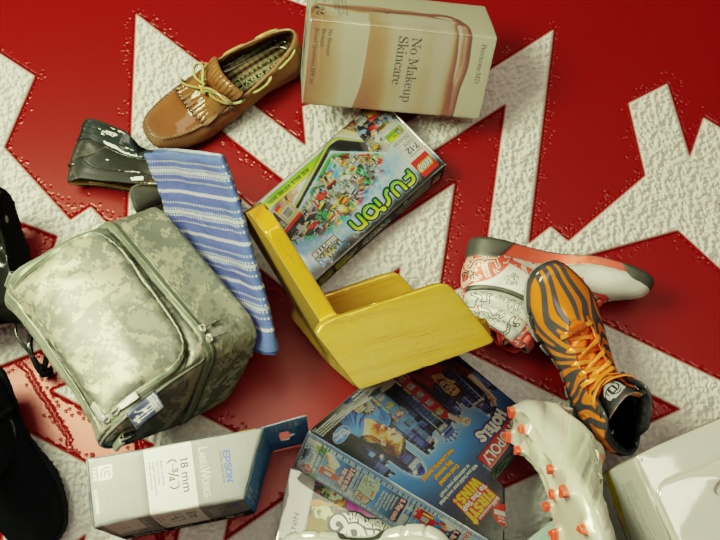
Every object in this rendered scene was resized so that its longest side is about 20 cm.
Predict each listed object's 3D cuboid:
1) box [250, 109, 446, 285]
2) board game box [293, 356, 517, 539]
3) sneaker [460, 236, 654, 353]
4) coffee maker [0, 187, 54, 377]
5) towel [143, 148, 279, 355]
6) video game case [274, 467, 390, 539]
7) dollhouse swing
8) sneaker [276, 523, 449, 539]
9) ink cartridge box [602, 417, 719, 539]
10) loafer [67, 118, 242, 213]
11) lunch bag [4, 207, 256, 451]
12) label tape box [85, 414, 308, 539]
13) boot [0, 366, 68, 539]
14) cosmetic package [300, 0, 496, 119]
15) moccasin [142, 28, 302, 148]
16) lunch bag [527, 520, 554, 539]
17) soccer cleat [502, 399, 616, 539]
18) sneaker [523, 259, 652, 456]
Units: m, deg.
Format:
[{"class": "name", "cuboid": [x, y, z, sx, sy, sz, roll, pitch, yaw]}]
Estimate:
[{"class": "box", "cuboid": [-0.014, -0.084, 1.085, 0.200, 0.035, 0.110, -42, 78, -14]}, {"class": "board game box", "cuboid": [0.075, 0.183, 0.955, 0.199, 0.062, 0.199, 40, 45, 16]}, {"class": "sneaker", "cuboid": [0.200, 0.037, 1.038, 0.199, 0.067, 0.109, 11, 77, 1]}, {"class": "coffee maker", "cuboid": [-0.429, 0.029, 0.982, 0.197, 0.135, 0.194, -14, 74, -6]}, {"class": "towel", "cuboid": [-0.145, -0.018, 0.963, 0.024, 0.144, 0.202, -27, 114, -33]}, {"class": "video game case", "cuboid": [0.008, 0.300, 0.958, 0.197, 0.036, 0.184, 12, 72, 2]}, {"class": "dollhouse swing", "cuboid": [0.000, 0.000, 0.944, 0.180, 0.200, 0.178, -18, 95, -9]}, {"class": "sneaker", "cuboid": [-0.016, 0.276, 0.880, 0.197, 0.080, 0.075, -14, 110, 14]}, {"class": "ink cartridge box", "cuboid": [0.313, 0.223, 0.907, 0.146, 0.200, 0.146, -21, 73, -8]}, {"class": "loafer", "cuboid": [-0.222, -0.093, 1.068, 0.198, 0.073, 0.073, 22, 81, 15]}, {"class": "lunch bag", "cuboid": [-0.220, 0.059, 0.941, 0.167, 0.140, 0.200, -25, 66, -41]}, {"class": "label tape box", "cuboid": [-0.140, 0.197, 0.930, 0.197, 0.144, 0.064, -10, 72, -5]}, {"class": "boot", "cuboid": [-0.334, 0.182, 0.891, 0.076, 0.168, 0.202, -20, 97, -4]}, {"class": "cosmetic package", "cuboid": [0.037, -0.233, 1.076, 0.197, 0.104, 0.088, 2, 36, -7]}, {"class": "moccasin", "cuboid": [-0.150, -0.201, 1.096, 0.200, 0.078, 0.074, -29, 75, -11]}, {"class": "lunch bag", "cuboid": [0.160, 0.329, 0.893, 0.199, 0.077, 0.162, -36, 116, -16]}, {"class": "soccer cleat", "cuboid": [0.192, 0.182, 0.887, 0.076, 0.070, 0.201, -2, 32, -13]}, {"class": "sneaker", "cuboid": [0.228, 0.086, 0.958, 0.077, 0.112, 0.202, -28, 102, -6]}]
